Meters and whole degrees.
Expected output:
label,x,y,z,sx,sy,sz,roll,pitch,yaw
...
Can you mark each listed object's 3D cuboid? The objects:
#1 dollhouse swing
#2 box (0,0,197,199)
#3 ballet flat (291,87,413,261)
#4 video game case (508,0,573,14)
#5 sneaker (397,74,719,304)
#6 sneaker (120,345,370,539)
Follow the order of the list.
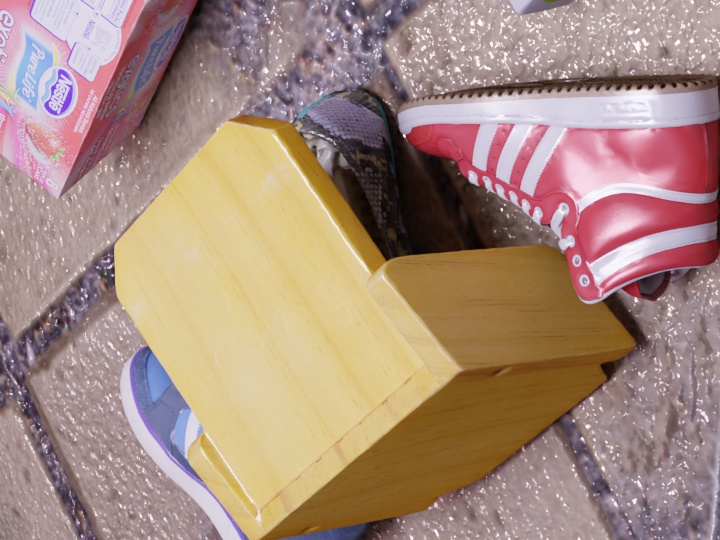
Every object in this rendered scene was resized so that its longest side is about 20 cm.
label,x,y,z,sx,sy,sz,roll,pitch,yaw
dollhouse swing,-0.001,0.021,1.298,0.200,0.181,0.176,-44,62,43
box,-0.165,-0.152,1.445,0.103,0.095,0.200,38,139,6
ballet flat,0.000,0.000,1.366,0.072,0.072,0.201,-14,93,50
video game case,0.087,-0.259,1.185,0.200,0.045,0.181,59,138,15
sneaker,0.100,-0.040,1.234,0.200,0.071,0.113,2,103,46
sneaker,-0.055,0.082,1.461,0.200,0.080,0.147,52,128,27
